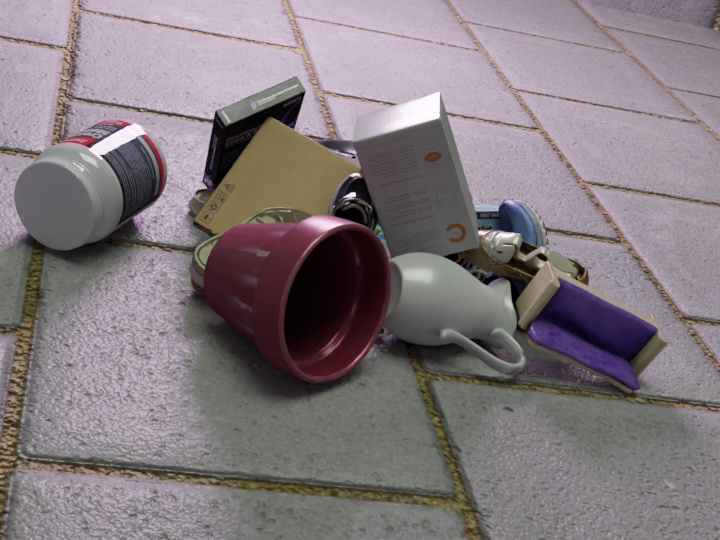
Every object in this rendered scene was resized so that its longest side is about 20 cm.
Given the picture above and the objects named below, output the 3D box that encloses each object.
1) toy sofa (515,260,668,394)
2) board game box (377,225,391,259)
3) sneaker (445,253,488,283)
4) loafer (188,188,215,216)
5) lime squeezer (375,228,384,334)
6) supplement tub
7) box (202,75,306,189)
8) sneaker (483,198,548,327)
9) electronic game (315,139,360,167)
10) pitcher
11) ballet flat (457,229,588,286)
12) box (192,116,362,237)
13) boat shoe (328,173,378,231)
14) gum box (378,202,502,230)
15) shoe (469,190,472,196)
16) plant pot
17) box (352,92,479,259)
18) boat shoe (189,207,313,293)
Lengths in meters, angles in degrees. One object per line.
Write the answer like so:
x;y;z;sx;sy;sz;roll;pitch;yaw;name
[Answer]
0.316;0.079;1.614;0.199;0.083;0.098;26;28;-18;toy sofa
-0.015;-0.018;1.741;0.199;0.034;0.134;-14;39;-44;board game box
0.151;-0.009;1.764;0.199;0.078;0.078;-12;36;-45;sneaker
-0.163;-0.104;1.760;0.199;0.069;0.076;8;23;18;loafer
0.000;0.000;1.652;0.071;0.038;0.201;50;26;-38;lime squeezer
-0.368;-0.120;1.633;0.140;0.141;0.200;21;27;11;supplement tub
-0.164;-0.203;1.800;0.142;0.200;0.036;-28;72;-24;box
0.225;-0.012;1.729;0.089;0.079;0.201;-2;68;-16;sneaker
0.003;-0.177;1.915;0.199;0.042;0.200;8;15;-2;electronic game
0.123;0.061;1.585;0.199;0.122;0.172;14;33;-30;pitcher
0.231;-0.020;1.664;0.199;0.065;0.071;21;55;1;ballet flat
-0.116;-0.104;1.689;0.163;0.021;0.201;30;69;9;box
-0.009;-0.065;1.614;0.072;0.071;0.201;16;51;-7;boat shoe
0.129;-0.082;1.850;0.169;0.045;0.200;-2;10;-30;gum box
0.094;-0.161;1.803;0.200;0.054;0.070;38;34;26;shoe
-0.090;0.022;1.478;0.178;0.201;0.199;16;22;39;plant pot
0.079;-0.123;1.636;0.124;0.201;0.098;-13;27;11;box
-0.146;-0.027;1.609;0.199;0.069;0.075;-20;65;-32;boat shoe
